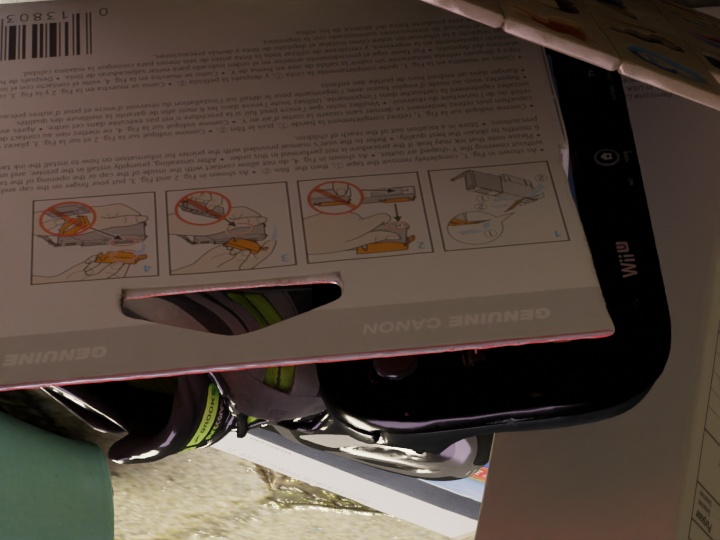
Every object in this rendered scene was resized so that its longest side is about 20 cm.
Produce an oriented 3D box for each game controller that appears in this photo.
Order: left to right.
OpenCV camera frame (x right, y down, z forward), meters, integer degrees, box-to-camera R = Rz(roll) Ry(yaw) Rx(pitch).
[{"bbox_3d":[0.036,-0.024,0.722,0.104,0.200,0.042,-13,133,9],"label":"game controller"}]

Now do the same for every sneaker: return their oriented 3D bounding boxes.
[{"bbox_3d":[-0.046,0.034,0.736,0.199,0.083,0.071,19,131,-20],"label":"sneaker"}]

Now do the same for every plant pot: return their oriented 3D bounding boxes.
[{"bbox_3d":[-0.244,0.156,1.316,0.187,0.201,0.200,5,160,-19],"label":"plant pot"}]

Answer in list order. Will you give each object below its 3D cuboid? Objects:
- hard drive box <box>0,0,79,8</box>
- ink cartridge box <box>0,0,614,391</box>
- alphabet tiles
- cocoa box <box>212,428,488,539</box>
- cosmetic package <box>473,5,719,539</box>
[{"bbox_3d":[-0.152,-0.138,0.726,0.155,0.077,0.200,16,157,-2],"label":"hard drive box"},{"bbox_3d":[-0.039,-0.017,0.663,0.199,0.176,0.045,-5,131,-3],"label":"ink cartridge box"},{"bbox_3d":[0.031,-0.092,0.678,0.199,0.006,0.166,19,-162,-11],"label":"alphabet tiles"},{"bbox_3d":[0.000,0.000,0.875,0.200,0.134,0.131,24,154,-20],"label":"cocoa box"},{"bbox_3d":[0.105,0.022,0.781,0.073,0.201,0.104,-1,152,29],"label":"cosmetic package"}]
